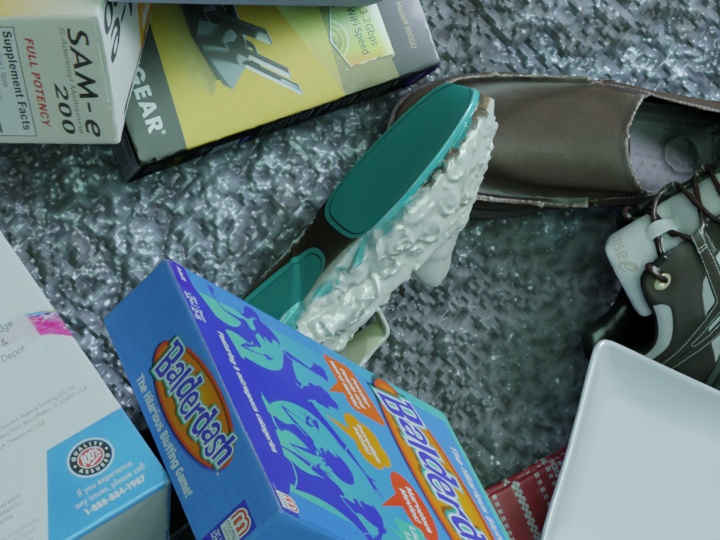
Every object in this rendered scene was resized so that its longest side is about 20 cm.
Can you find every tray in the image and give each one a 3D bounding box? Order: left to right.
[{"bbox_3d":[0.170,0.116,1.222,0.199,0.022,0.108,24,76,-29],"label":"tray"}]

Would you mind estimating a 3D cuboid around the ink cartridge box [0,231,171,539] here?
[{"bbox_3d":[-0.179,0.052,1.070,0.115,0.068,0.200,-30,69,-18],"label":"ink cartridge box"}]

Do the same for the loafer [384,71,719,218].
[{"bbox_3d":[0.111,-0.066,1.232,0.199,0.071,0.074,-1,83,-14],"label":"loafer"}]

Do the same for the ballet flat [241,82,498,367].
[{"bbox_3d":[0.000,0.000,1.187,0.072,0.072,0.200,44,94,-5],"label":"ballet flat"}]

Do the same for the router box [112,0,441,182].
[{"bbox_3d":[-0.070,-0.162,1.210,0.156,0.052,0.201,-20,88,-16],"label":"router box"}]

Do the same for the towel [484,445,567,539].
[{"bbox_3d":[0.074,0.177,1.216,0.199,0.022,0.145,-26,91,-14],"label":"towel"}]

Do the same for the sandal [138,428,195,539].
[{"bbox_3d":[-0.123,0.116,1.108,0.199,0.043,0.077,-14,86,-21],"label":"sandal"}]

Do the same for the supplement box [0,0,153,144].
[{"bbox_3d":[-0.193,-0.122,1.103,0.199,0.074,0.126,0,44,7],"label":"supplement box"}]

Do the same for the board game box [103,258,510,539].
[{"bbox_3d":[-0.009,0.093,1.097,0.045,0.152,0.200,-43,137,16],"label":"board game box"}]

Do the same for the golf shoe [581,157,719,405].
[{"bbox_3d":[0.167,-0.016,1.183,0.094,0.078,0.201,6,126,-17],"label":"golf shoe"}]

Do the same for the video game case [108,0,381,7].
[{"bbox_3d":[-0.067,-0.205,1.114,0.200,0.023,0.183,-8,82,-57],"label":"video game case"}]
